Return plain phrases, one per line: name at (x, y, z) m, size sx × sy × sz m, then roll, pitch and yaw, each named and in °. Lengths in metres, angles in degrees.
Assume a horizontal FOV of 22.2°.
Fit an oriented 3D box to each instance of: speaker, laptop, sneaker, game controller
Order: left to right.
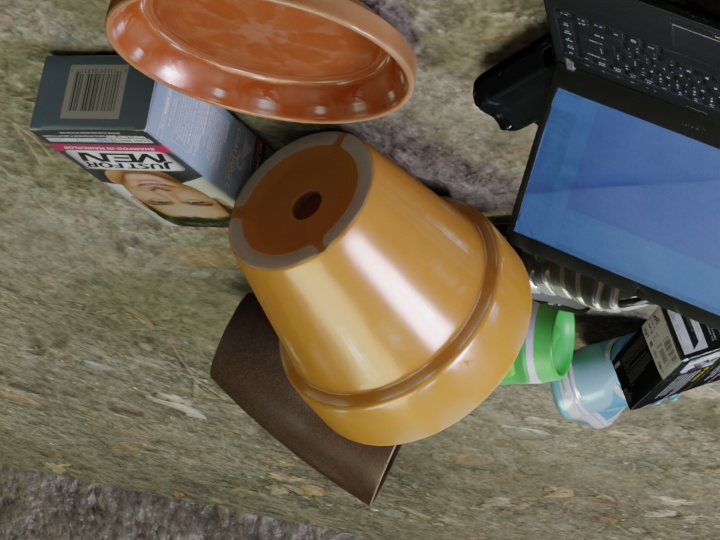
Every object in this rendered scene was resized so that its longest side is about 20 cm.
speaker at (0.090, 0.055, 1.669) m, size 0.199 × 0.089 × 0.088 m, roll 4°, pitch 163°, yaw 23°
sneaker at (0.191, 0.000, 1.459) m, size 0.199 × 0.075 × 0.115 m, roll 8°, pitch 173°, yaw 43°
game controller at (0.150, -0.122, 1.115) m, size 0.104 × 0.042 × 0.200 m, roll 1°, pitch 170°, yaw -24°
sneaker at (0.263, 0.099, 1.733) m, size 0.130 × 0.080 × 0.200 m, roll -16°, pitch 174°, yaw 20°
laptop at (0.166, -0.058, 1.000) m, size 0.177 × 0.104 × 0.200 m, roll 23°, pitch 169°, yaw 17°

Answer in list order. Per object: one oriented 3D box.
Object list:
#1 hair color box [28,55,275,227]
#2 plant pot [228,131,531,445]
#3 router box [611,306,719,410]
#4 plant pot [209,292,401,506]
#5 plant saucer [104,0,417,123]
hair color box at (-0.146, -0.092, 1.354) m, size 0.099 × 0.061 × 0.200 m, roll 3°, pitch 163°, yaw 25°
plant pot at (0.000, 0.000, 1.377) m, size 0.199 × 0.201 × 0.183 m, roll -1°, pitch 145°, yaw 37°
router box at (0.293, 0.050, 1.468) m, size 0.148 × 0.051 × 0.200 m, roll -18°, pitch 167°, yaw -8°
plant pot at (-0.039, 0.104, 1.807) m, size 0.199 × 0.188 × 0.187 m, roll 25°, pitch 165°, yaw 5°
plant saucer at (-0.062, -0.146, 1.164) m, size 0.199 × 0.032 × 0.200 m, roll 9°, pitch 164°, yaw 3°
